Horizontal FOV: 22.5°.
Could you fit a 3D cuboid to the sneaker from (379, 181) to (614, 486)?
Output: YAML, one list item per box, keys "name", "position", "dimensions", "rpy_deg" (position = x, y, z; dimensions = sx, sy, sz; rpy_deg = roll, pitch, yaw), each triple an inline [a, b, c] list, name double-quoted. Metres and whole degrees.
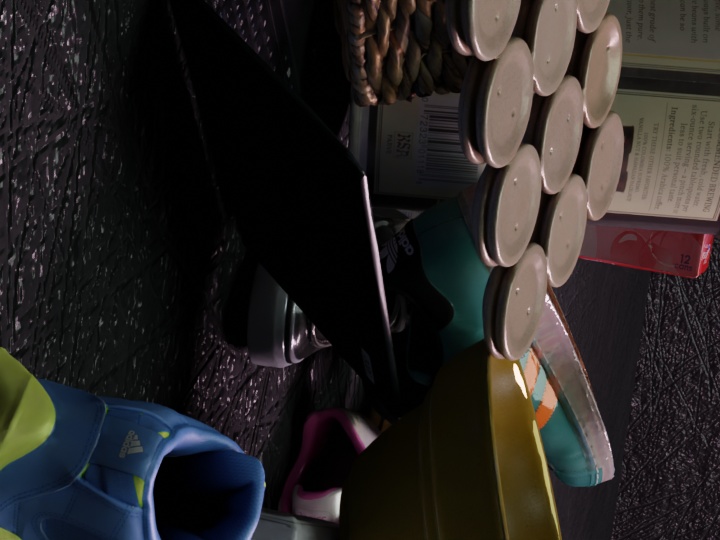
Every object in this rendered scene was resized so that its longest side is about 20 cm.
- name: "sneaker"
  position: [0.066, 0.042, 0.904]
  dimensions: [0.072, 0.079, 0.201]
  rpy_deg: [-103, 168, -52]

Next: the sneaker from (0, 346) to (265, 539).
- name: "sneaker"
  position: [-0.079, 0.094, 0.599]
  dimensions: [0.200, 0.104, 0.076]
  rpy_deg: [71, 33, -63]

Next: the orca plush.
- name: "orca plush"
  position: [0.018, 0.031, 1.021]
  dimensions: [0.201, 0.070, 0.106]
  rpy_deg: [-84, -163, -62]

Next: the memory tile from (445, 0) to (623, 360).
- name: "memory tile"
  position: [0.075, -0.076, 0.739]
  dimensions: [0.154, 0.017, 0.201]
  rpy_deg: [-55, 147, -41]

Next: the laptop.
- name: "laptop"
  position: [-0.010, -0.077, 0.752]
  dimensions: [0.178, 0.102, 0.201]
  rpy_deg: [81, 24, -56]

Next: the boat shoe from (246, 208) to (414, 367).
- name: "boat shoe"
  position: [0.000, 0.000, 0.920]
  dimensions: [0.200, 0.070, 0.073]
  rpy_deg: [-44, 143, -66]

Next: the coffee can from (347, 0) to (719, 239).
- name: "coffee can"
  position: [0.097, -0.097, 0.912]
  dimensions: [0.146, 0.198, 0.148]
  rpy_deg: [5, 90, -88]

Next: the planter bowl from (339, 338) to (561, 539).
- name: "planter bowl"
  position: [0.040, 0.129, 0.803]
  dimensions: [0.200, 0.083, 0.203]
  rpy_deg: [-11, 90, -79]

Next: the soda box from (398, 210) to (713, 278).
- name: "soda box"
  position: [0.103, -0.048, 1.031]
  dimensions: [0.063, 0.198, 0.071]
  rpy_deg: [-10, 110, -74]

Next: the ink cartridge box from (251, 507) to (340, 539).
- name: "ink cartridge box"
  position: [-0.055, 0.179, 0.808]
  dimensions: [0.200, 0.083, 0.147]
  rpy_deg: [38, 62, -74]

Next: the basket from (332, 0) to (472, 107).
- name: "basket"
  position: [0.055, -0.177, 0.743]
  dimensions: [0.143, 0.147, 0.202]
  rpy_deg: [-100, -176, -53]

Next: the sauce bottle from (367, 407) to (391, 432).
- name: "sauce bottle"
  position: [0.045, 0.074, 1.175]
  dimensions: [0.065, 0.064, 0.201]
  rpy_deg: [78, 28, -58]

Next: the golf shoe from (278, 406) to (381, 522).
- name: "golf shoe"
  position: [-0.025, 0.167, 0.978]
  dimensions: [0.092, 0.075, 0.202]
  rpy_deg: [62, 33, -55]
